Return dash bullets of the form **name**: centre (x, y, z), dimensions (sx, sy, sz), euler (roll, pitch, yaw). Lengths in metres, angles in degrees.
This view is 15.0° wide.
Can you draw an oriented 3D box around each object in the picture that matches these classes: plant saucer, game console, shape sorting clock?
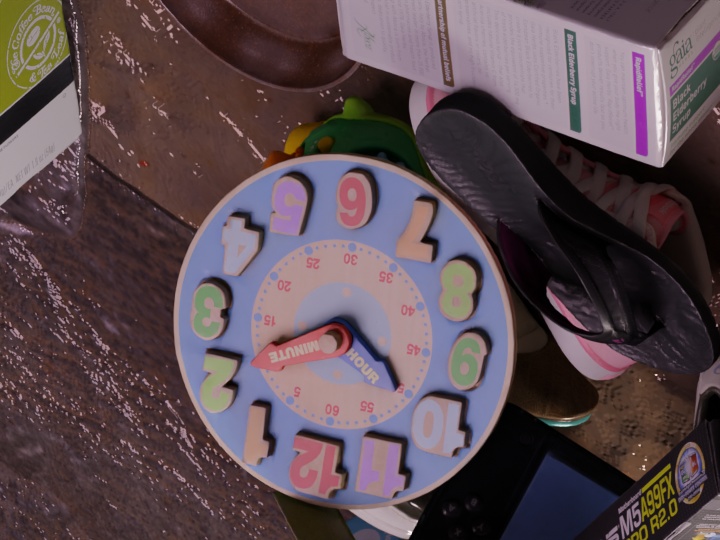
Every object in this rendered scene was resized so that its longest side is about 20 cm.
- **plant saucer**: centre (0.011, 0.208, 1.565), dimensions (0.201, 0.031, 0.200), euler (61, 177, 6)
- **game console**: centre (0.129, 0.184, 1.496), dimensions (0.199, 0.173, 0.119), euler (33, 163, -9)
- **shape sorting clock**: centre (-0.011, 0.035, 1.507), dimensions (0.199, 0.039, 0.201), euler (5, 106, 18)
- **plant saucer**: centre (-0.061, -0.193, 1.527), dimensions (0.200, 0.034, 0.201), euler (30, 142, 26)

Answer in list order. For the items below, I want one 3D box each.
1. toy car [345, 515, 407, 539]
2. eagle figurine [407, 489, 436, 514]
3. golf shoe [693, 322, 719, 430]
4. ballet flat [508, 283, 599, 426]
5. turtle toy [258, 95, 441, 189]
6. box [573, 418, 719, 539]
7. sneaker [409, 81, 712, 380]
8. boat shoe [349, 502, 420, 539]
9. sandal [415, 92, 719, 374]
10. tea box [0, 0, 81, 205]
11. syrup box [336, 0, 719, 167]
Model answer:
- **toy car**: centre (0.060, 0.285, 1.761), dimensions (0.199, 0.177, 0.185), euler (16, 145, 41)
- **eagle figurine**: centre (0.096, 0.189, 1.635), dimensions (0.151, 0.151, 0.200), euler (34, 166, 23)
- **golf shoe**: centre (0.209, 0.101, 1.512), dimensions (0.078, 0.097, 0.201), euler (19, 139, 29)
- **ballet flat**: centre (0.055, 0.031, 1.634), dimensions (0.199, 0.068, 0.073), euler (21, 119, 35)
- **turtle toy**: centre (0.000, 0.000, 1.572), dimensions (0.145, 0.101, 0.201), euler (4, 104, 42)
- **box**: centre (0.237, 0.137, 1.460), dimensions (0.199, 0.045, 0.160), euler (5, 151, -21)
- **sneaker**: centre (0.118, -0.042, 1.483), dimensions (0.104, 0.075, 0.201), euler (-29, 99, 42)
- **boat shoe**: centre (-0.007, 0.085, 1.728), dimensions (0.200, 0.071, 0.069), euler (49, 146, -5)
- **sandal**: centre (0.102, -0.007, 1.426), dimensions (0.200, 0.048, 0.075), euler (42, 144, -5)
- **tea box**: centre (-0.293, -0.125, 1.688), dimensions (0.133, 0.200, 0.197), euler (23, 140, 27)
- **syrup box**: centre (0.089, -0.132, 1.409), dimensions (0.199, 0.079, 0.082), euler (22, 140, 28)
